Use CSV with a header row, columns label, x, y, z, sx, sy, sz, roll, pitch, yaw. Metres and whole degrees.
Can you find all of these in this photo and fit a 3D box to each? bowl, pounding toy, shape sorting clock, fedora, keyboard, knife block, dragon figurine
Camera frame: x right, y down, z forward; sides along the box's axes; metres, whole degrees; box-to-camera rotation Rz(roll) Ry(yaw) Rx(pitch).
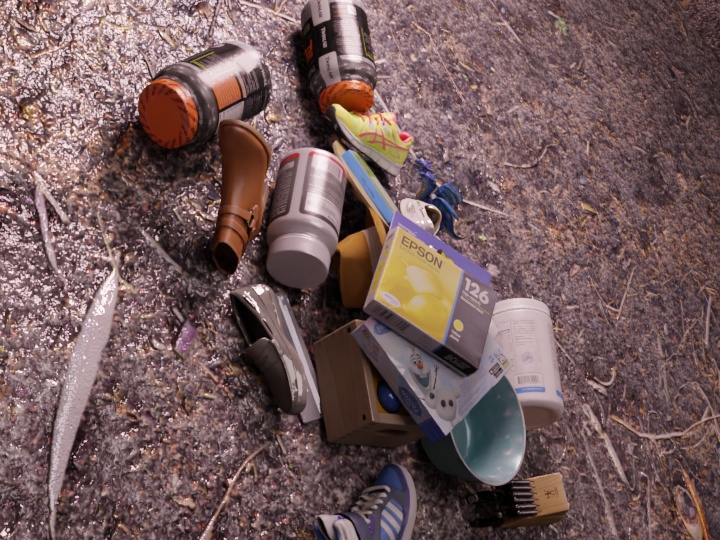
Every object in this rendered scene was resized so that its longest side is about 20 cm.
label,x,y,z,sx,sy,sz,roll,pitch,yaw
bowl,0.167,0.251,1.758,0.199,0.104,0.204,20,62,-42
pounding toy,0.052,0.157,1.663,0.198,0.141,0.187,13,58,-43
shape sorting clock,0.013,-0.135,1.845,0.201,0.039,0.200,54,8,-11
fedora,0.000,0.000,1.723,0.081,0.201,0.203,-10,70,-9
keyboard,-0.101,0.129,1.637,0.056,0.011,0.202,-11,75,-44
knife block,0.254,0.393,1.823,0.200,0.173,0.065,83,-4,-69
dragon figurine,0.149,-0.117,1.976,0.199,0.099,0.059,39,44,-23

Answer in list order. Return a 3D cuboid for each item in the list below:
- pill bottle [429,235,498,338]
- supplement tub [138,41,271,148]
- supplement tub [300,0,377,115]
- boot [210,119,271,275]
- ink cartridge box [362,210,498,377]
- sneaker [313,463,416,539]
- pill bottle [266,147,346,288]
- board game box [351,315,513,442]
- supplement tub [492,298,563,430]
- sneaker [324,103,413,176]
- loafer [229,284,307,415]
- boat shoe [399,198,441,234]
label,x,y,z,sx,sy,sz,roll,pitch,yaw
pill bottle,0.145,0.049,1.862,0.201,0.112,0.113,52,40,-11
supplement tub,-0.232,-0.261,1.630,0.123,0.122,0.200,56,40,-4
supplement tub,-0.037,-0.376,1.918,0.121,0.122,0.203,14,57,-41
boot,-0.181,-0.104,1.574,0.201,0.073,0.156,77,25,-52
ink cartridge box,0.113,0.025,1.623,0.196,0.047,0.202,32,53,-16
sneaker,0.002,0.350,1.553,0.146,0.080,0.202,34,52,-34
pill bottle,-0.086,-0.081,1.695,0.113,0.113,0.202,32,48,-29
board game box,0.111,0.118,1.628,0.199,0.043,0.200,-37,91,-42
supplement tub,0.284,0.167,1.925,0.131,0.131,0.203,23,52,-36
sneaker,0.018,-0.248,1.903,0.199,0.091,0.078,31,10,-44
loafer,-0.135,0.115,1.566,0.069,0.070,0.202,-7,65,-43
boat shoe,0.104,-0.081,1.830,0.200,0.068,0.072,-78,152,-72
